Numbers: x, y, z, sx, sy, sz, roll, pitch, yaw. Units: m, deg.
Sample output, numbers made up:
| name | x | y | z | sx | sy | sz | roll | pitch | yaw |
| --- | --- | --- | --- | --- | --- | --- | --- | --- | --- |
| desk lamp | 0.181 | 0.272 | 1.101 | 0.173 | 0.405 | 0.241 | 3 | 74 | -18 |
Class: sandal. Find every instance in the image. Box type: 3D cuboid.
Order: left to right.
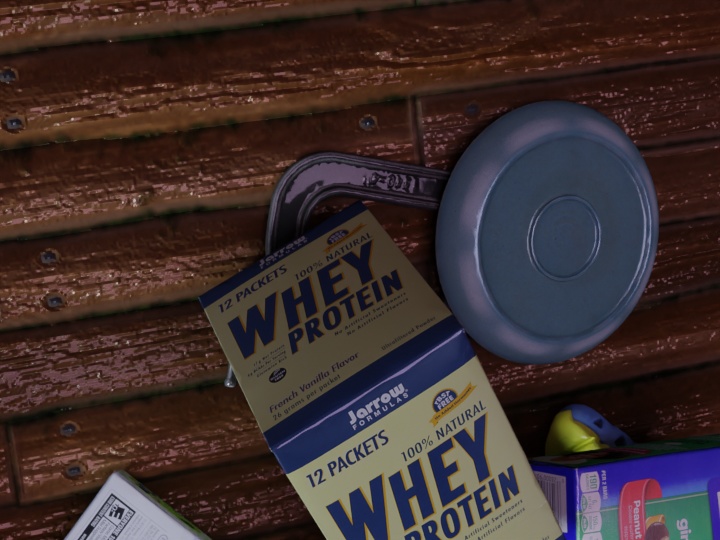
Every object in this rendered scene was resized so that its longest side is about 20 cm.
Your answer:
| name | x | y | z | sx | sy | sz | roll | pitch | yaw |
| --- | --- | --- | --- | --- | --- | --- | --- | --- | --- |
| sandal | 0.227 | 0.176 | 1.089 | 0.200 | 0.079 | 0.087 | 47 | 53 | -16 |

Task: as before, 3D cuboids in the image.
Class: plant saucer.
| name | x | y | z | sx | sy | sz | roll | pitch | yaw |
| --- | --- | --- | --- | --- | --- | --- | --- | --- | --- |
| plant saucer | 0.150 | -0.026 | 1.020 | 0.198 | 0.027 | 0.203 | -5 | 101 | -24 |

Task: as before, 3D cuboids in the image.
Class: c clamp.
| name | x | y | z | sx | sy | sz | roll | pitch | yaw |
| --- | --- | --- | --- | --- | --- | --- | --- | --- | --- |
| c clamp | 0.000 | 0.000 | 0.996 | 0.197 | 0.027 | 0.174 | 2 | 97 | -17 |

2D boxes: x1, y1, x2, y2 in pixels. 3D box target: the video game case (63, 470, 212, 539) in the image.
| name | x | y | z | sx | sy | sz | roll | pitch | yaw |
| --- | --- | --- | --- | --- | --- | --- | --- | --- | --- |
| video game case | -0.159 | 0.276 | 0.948 | 0.180 | 0.045 | 0.201 | 36 | 84 | 5 |

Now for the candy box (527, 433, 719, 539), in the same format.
| name | x | y | z | sx | sy | sz | roll | pitch | yaw |
| --- | --- | --- | --- | --- | --- | --- | --- | --- | --- |
| candy box | 0.211 | 0.212 | 0.975 | 0.198 | 0.077 | 0.172 | -3 | 91 | -32 |

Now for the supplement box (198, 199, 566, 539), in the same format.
| name | x | y | z | sx | sy | sz | roll | pitch | yaw |
| --- | --- | --- | --- | --- | --- | --- | --- | --- | --- |
| supplement box | 0.013 | 0.099 | 0.897 | 0.133 | 0.200 | 0.201 | -31 | 122 | -4 |
